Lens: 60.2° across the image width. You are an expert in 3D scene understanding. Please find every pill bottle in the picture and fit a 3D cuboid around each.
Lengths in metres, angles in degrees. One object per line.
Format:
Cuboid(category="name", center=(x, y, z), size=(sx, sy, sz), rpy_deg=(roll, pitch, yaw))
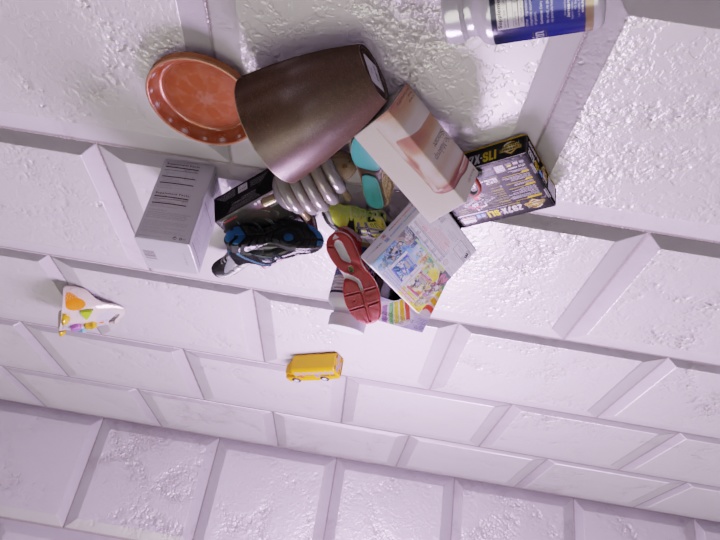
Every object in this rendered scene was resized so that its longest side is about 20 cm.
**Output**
Cuboid(category="pill bottle", center=(-0.008, 0.034, 1.371), size=(0.110, 0.202, 0.111), rpy_deg=(14, 166, 3))
Cuboid(category="pill bottle", center=(0.207, -0.356, 0.797), size=(0.198, 0.117, 0.116), rpy_deg=(-2, 146, 19))

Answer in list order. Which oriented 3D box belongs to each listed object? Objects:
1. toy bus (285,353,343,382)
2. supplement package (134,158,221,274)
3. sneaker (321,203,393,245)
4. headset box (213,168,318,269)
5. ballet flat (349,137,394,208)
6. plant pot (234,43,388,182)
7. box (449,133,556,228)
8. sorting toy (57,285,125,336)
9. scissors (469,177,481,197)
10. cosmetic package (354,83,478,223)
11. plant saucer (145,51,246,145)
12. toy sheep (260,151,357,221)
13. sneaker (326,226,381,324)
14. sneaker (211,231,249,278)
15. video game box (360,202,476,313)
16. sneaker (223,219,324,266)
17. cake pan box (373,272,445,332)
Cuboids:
Cuboid(category="toy bus", center=(-0.153, 0.312, 1.996), size=(0.198, 0.066, 0.078), rpy_deg=(-7, 144, 25))
Cuboid(category="supplement package", center=(-0.362, -0.110, 1.261), size=(0.108, 0.201, 0.114), rpy_deg=(8, 147, 2))
Cuboid(category="sneaker", center=(0.010, -0.106, 1.301), size=(0.199, 0.076, 0.076), rpy_deg=(20, 132, -26))
Cuboid(category="headset box", center=(-0.189, -0.100, 1.308), size=(0.148, 0.075, 0.200), rpy_deg=(-26, 138, 13))
Cuboid(category="ballet flat", center=(0.025, -0.199, 1.142), size=(0.070, 0.066, 0.201), rpy_deg=(18, 151, 18))
Cuboid(category="plant pot", center=(-0.063, -0.266, 0.981), size=(0.199, 0.188, 0.187), rpy_deg=(-23, 138, 21))
Cuboid(category="box", center=(0.242, -0.160, 1.159), size=(0.199, 0.050, 0.160), rpy_deg=(-13, 144, 32))
Cuboid(category="sorting toy", center=(-0.823, 0.136, 1.904), size=(0.179, 0.108, 0.200), rpy_deg=(4, 154, -28))
Cuboid(category="scissors", center=(0.135, -0.199, 1.100), size=(0.073, 0.014, 0.200), rpy_deg=(-28, 112, 41))
Cuboid(category="cosmetic package", center=(0.097, -0.194, 1.040), size=(0.087, 0.104, 0.200), rpy_deg=(-27, 115, 41))
Cuboid(category="plant saucer", center=(-0.276, -0.302, 1.096), size=(0.198, 0.033, 0.201), rpy_deg=(8, 148, 5))
Cuboid(category="toy sheep", center=(-0.096, -0.164, 1.169), size=(0.199, 0.138, 0.138), rpy_deg=(-28, 139, 5))
Cuboid(category="sneaker", center=(0.000, 0.000, 1.258), size=(0.078, 0.116, 0.202), rpy_deg=(-13, 107, 16))
Cuboid(category="sneaker", center=(-0.298, -0.059, 1.459), size=(0.199, 0.075, 0.116), rpy_deg=(-21, 133, 25))
Cuboid(category="video game box", center=(0.120, -0.034, 1.237), size=(0.047, 0.182, 0.200), rpy_deg=(39, 177, 47))
Cuboid(category="sneaker", center=(-0.172, -0.052, 1.262), size=(0.198, 0.074, 0.082), rpy_deg=(0, 141, 0))
Cuboid(category="cake pan box", center=(0.102, 0.029, 1.338), size=(0.052, 0.185, 0.199), rpy_deg=(29, -175, 43))
